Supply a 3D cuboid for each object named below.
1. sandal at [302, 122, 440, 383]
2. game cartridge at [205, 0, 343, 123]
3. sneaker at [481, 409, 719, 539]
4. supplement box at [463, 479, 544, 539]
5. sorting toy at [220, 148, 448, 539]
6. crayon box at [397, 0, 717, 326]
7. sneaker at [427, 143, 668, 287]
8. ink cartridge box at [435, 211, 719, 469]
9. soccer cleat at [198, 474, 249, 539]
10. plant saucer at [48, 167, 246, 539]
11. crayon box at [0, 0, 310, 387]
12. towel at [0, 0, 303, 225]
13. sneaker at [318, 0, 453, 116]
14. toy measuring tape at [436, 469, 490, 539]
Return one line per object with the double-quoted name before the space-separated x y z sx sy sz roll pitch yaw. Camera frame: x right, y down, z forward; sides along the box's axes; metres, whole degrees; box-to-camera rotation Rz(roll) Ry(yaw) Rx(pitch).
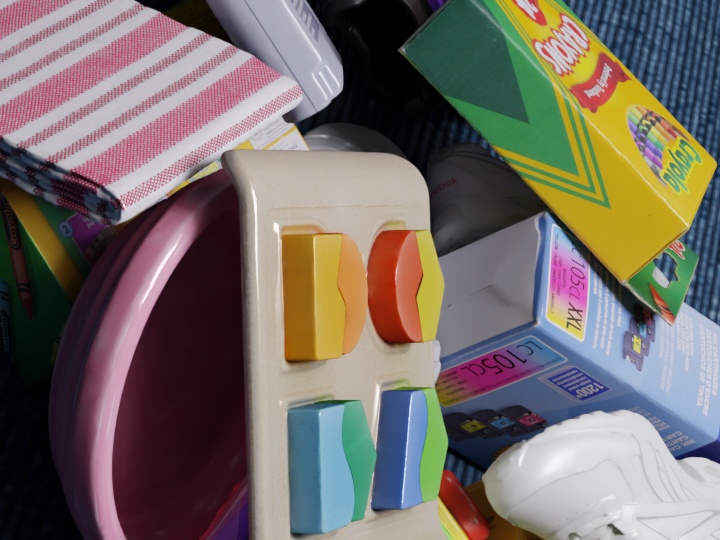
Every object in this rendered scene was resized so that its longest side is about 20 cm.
"sandal" -0.007 -0.002 1.154 0.082 0.050 0.203 16 40 -19
"game cartridge" -0.057 -0.146 1.111 0.133 0.041 0.200 61 4 -9
"sneaker" 0.143 0.136 1.110 0.200 0.078 0.100 20 43 -42
"supplement box" 0.085 0.208 1.134 0.069 0.066 0.201 19 59 -40
"sorting toy" 0.000 0.045 0.982 0.185 0.036 0.201 -5 89 -65
"crayon box" 0.119 -0.073 1.155 0.200 0.051 0.127 46 23 -3
"sneaker" 0.114 -0.020 1.263 0.200 0.078 0.100 29 41 -41
"ink cartridge box" 0.118 0.061 1.188 0.200 0.136 0.077 30 53 -33
"soccer cleat" -0.054 0.131 0.982 0.067 0.076 0.200 65 28 -26
"plant saucer" -0.077 0.045 0.998 0.200 0.051 0.201 -42 141 -47
"crayon box" -0.115 -0.045 1.058 0.119 0.058 0.200 58 41 -7
"towel" -0.143 -0.087 0.983 0.200 0.030 0.146 26 37 21
"sneaker" 0.048 -0.119 1.250 0.200 0.070 0.100 34 45 -26
"toy measuring tape" 0.008 0.105 1.120 0.073 0.074 0.200 -19 68 -49
